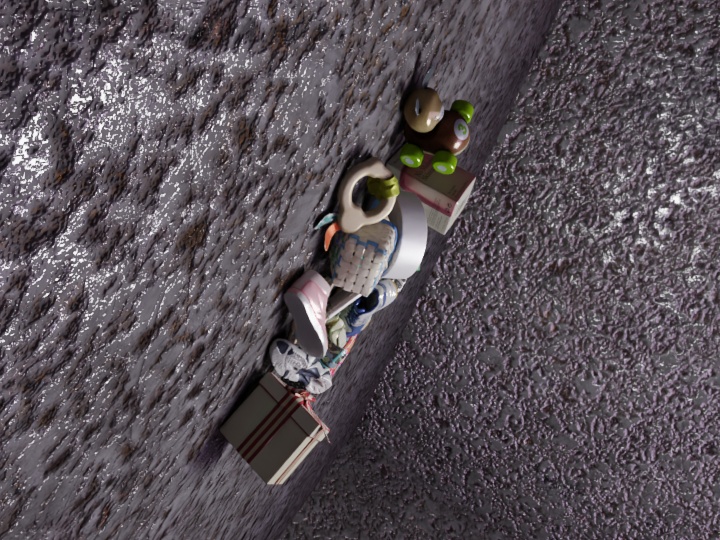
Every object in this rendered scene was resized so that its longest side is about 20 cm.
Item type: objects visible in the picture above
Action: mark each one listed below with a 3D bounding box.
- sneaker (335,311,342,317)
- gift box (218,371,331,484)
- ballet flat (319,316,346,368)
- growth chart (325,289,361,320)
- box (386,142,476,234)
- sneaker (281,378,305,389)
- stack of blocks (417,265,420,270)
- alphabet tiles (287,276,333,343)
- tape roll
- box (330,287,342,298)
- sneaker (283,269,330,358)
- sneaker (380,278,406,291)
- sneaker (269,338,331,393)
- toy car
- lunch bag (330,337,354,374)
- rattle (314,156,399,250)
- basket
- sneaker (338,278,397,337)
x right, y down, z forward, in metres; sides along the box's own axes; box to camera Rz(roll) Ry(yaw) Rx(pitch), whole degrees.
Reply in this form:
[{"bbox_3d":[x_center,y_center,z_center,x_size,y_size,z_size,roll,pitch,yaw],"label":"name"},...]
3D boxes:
[{"bbox_3d":[-0.041,0.109,1.543,0.202,0.074,0.088,-57,160,20],"label":"sneaker"},{"bbox_3d":[-0.167,0.352,1.352,0.187,0.199,0.185,-47,169,-10],"label":"gift box"},{"bbox_3d":[-0.063,0.148,1.424,0.202,0.072,0.076,-106,-145,-57],"label":"ballet flat"},{"bbox_3d":[-0.044,0.066,1.428,0.143,0.018,0.200,-35,-172,2],"label":"growth chart"},{"bbox_3d":[0.161,-0.205,1.494,0.128,0.197,0.110,-49,164,-41],"label":"box"},{"bbox_3d":[-0.188,0.323,1.593,0.203,0.069,0.090,-61,-177,-1],"label":"sneaker"},{"bbox_3d":[0.112,-0.113,1.565,0.116,0.057,0.204,84,0,-55],"label":"stack of blocks"},{"bbox_3d":[-0.119,0.111,1.491,0.196,0.014,0.203,-47,162,-49],"label":"alphabet tiles"},{"bbox_3d":[0.073,-0.085,1.422,0.069,0.204,0.206,2,128,-27],"label":"tape roll"},{"bbox_3d":[-0.040,0.065,1.687,0.201,0.021,0.165,-56,168,-35],"label":"box"},{"bbox_3d":[-0.095,0.088,1.299,0.105,0.074,0.204,-56,144,-40],"label":"sneaker"},{"bbox_3d":[0.067,-0.023,1.619,0.084,0.078,0.204,118,-33,-50],"label":"sneaker"},{"bbox_3d":[-0.141,0.182,1.406,0.079,0.198,0.131,-36,-140,20],"label":"sneaker"},{"bbox_3d":[0.157,-0.341,1.334,0.201,0.154,0.168,58,49,-63],"label":"toy car"},{"bbox_3d":[-0.082,0.239,1.779,0.200,0.081,0.179,-48,163,-49],"label":"lunch bag"},{"bbox_3d":[-0.025,-0.147,1.257,0.200,0.143,0.130,-47,137,7],"label":"rattle"},{"bbox_3d":[0.007,-0.061,1.343,0.202,0.136,0.179,-69,180,-56],"label":"basket"},{"bbox_3d":[-0.004,0.088,1.441,0.200,0.076,0.087,-46,161,28],"label":"sneaker"}]
